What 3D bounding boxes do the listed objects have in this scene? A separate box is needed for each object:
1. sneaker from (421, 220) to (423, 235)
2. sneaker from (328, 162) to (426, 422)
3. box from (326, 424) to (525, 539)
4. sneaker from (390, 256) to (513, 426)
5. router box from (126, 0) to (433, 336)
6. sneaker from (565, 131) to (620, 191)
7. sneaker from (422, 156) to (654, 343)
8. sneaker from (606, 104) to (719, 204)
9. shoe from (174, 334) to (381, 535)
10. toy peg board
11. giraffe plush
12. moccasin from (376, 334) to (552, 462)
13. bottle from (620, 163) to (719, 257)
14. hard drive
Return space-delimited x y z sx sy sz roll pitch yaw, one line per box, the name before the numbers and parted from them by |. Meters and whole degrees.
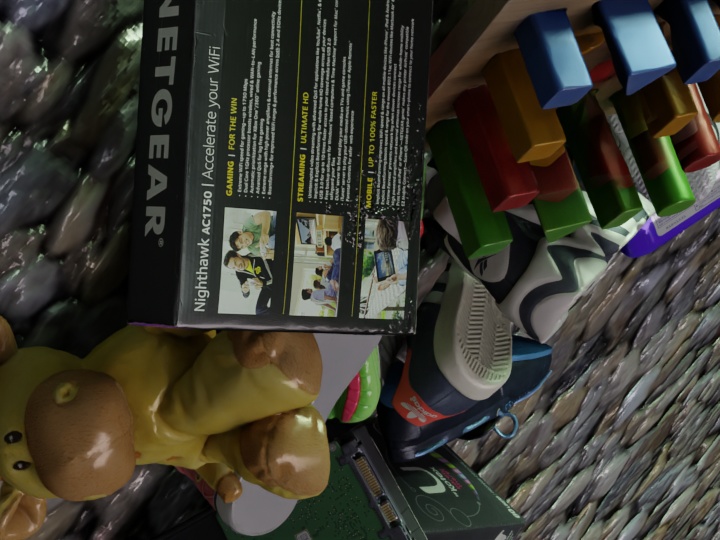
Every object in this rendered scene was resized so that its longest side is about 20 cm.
sneaker | 0.008 -0.082 0.997 0.078 0.115 0.201 -17 137 -43
sneaker | 0.000 0.000 1.146 0.084 0.076 0.201 -60 166 -57
box | 0.006 0.185 1.278 0.199 0.122 0.106 6 120 -57
sneaker | 0.065 0.031 1.217 0.084 0.075 0.200 -39 -168 33
router box | -0.037 -0.070 0.889 0.148 0.051 0.202 4 90 -39
sneaker | 0.171 -0.093 1.267 0.200 0.072 0.073 -47 113 -25
sneaker | 0.106 -0.039 1.141 0.080 0.129 0.199 -53 173 35
sneaker | 0.201 -0.152 1.194 0.115 0.075 0.201 -46 121 -51
shoe | -0.054 0.055 1.102 0.071 0.091 0.201 15 103 -43
toy peg board | 0.140 -0.092 1.007 0.199 0.098 0.199 -13 165 -25
giraffe plush | -0.132 0.069 0.978 0.161 0.174 0.200 -15 171 -31
moccasin | 0.070 0.091 1.311 0.199 0.080 0.069 -12 109 -49
bottle | 0.260 -0.092 1.330 0.199 0.084 0.065 -33 135 -3
hard drive | -0.050 0.204 1.153 0.199 0.140 0.038 -31 177 20
